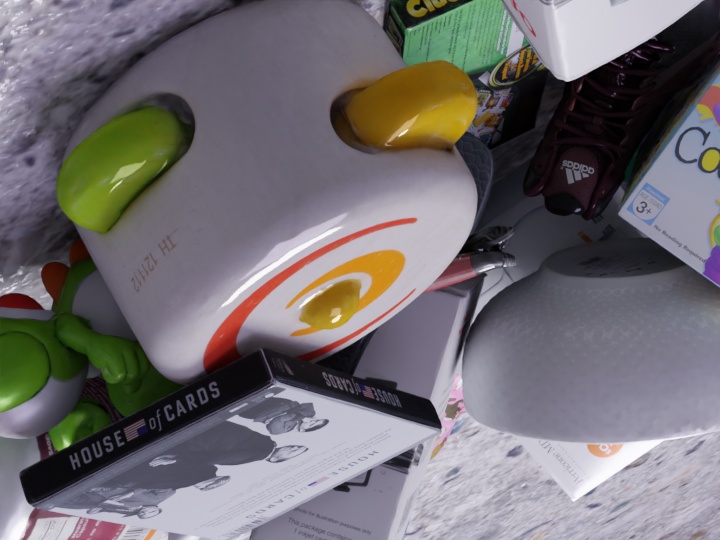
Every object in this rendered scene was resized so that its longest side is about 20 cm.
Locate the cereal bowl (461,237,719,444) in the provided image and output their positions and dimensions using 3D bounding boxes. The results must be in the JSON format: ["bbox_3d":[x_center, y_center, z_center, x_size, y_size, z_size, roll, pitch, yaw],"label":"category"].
[{"bbox_3d":[0.155,0.032,1.391,0.200,0.083,0.200,-6,-165,2],"label":"cereal bowl"}]

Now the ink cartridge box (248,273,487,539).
[{"bbox_3d":[0.003,0.089,1.416,0.146,0.084,0.200,-28,135,-82],"label":"ink cartridge box"}]

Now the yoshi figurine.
[{"bbox_3d":[-0.144,0.061,1.233,0.200,0.112,0.112,-33,129,-42],"label":"yoshi figurine"}]

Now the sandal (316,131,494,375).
[{"bbox_3d":[-0.001,0.000,1.319,0.200,0.076,0.043,-53,175,13],"label":"sandal"}]

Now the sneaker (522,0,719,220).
[{"bbox_3d":[0.143,-0.089,1.327,0.200,0.076,0.116,106,11,-62],"label":"sneaker"}]

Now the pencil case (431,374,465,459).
[{"bbox_3d":[0.078,0.048,1.621,0.200,0.083,0.087,-45,-179,32],"label":"pencil case"}]

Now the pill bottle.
[{"bbox_3d":[-0.199,0.112,1.338,0.114,0.114,0.200,-39,158,23],"label":"pill bottle"}]

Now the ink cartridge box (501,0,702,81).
[{"bbox_3d":[0.071,-0.185,0.966,0.085,0.146,0.200,-30,160,-3],"label":"ink cartridge box"}]

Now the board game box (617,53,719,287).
[{"bbox_3d":[0.224,-0.064,1.382,0.103,0.105,0.200,-55,179,17],"label":"board game box"}]

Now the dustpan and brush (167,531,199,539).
[{"bbox_3d":[-0.081,0.073,1.373,0.057,0.200,0.140,-1,173,26],"label":"dustpan and brush"}]

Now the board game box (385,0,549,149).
[{"bbox_3d":[0.059,-0.109,1.306,0.105,0.023,0.200,-23,159,-13],"label":"board game box"}]

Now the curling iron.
[{"bbox_3d":[-0.005,0.017,1.279,0.200,0.026,0.050,-20,178,17],"label":"curling iron"}]

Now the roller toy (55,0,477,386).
[{"bbox_3d":[-0.040,-0.033,1.179,0.200,0.140,0.183,-27,160,-10],"label":"roller toy"}]

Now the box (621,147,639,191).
[{"bbox_3d":[0.253,-0.040,1.623,0.200,0.048,0.118,-11,112,-38],"label":"box"}]

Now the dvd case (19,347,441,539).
[{"bbox_3d":[-0.062,0.095,1.250,0.150,0.025,0.200,-28,159,19],"label":"dvd case"}]

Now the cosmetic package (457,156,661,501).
[{"bbox_3d":[0.135,0.032,1.523,0.151,0.200,0.052,-36,-157,17],"label":"cosmetic package"}]
